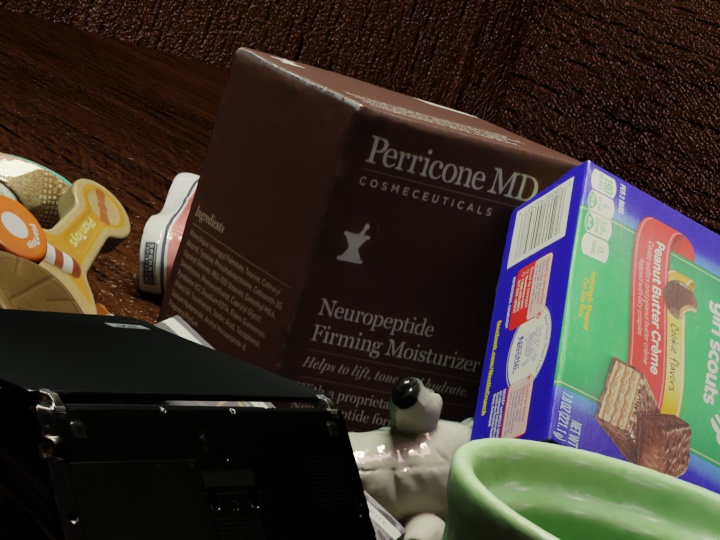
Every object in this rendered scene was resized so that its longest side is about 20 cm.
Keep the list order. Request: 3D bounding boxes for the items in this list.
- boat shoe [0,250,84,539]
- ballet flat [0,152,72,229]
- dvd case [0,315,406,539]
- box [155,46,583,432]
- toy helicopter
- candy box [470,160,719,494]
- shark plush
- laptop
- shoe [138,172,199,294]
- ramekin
[{"bbox_3d":[-0.136,0.074,0.846,0.071,0.065,0.200,24,22,-38],"label":"boat shoe"},{"bbox_3d":[-0.296,-0.056,1.356,0.198,0.071,0.066,15,36,-3],"label":"ballet flat"},{"bbox_3d":[-0.068,0.088,0.810,0.149,0.016,0.200,42,19,9],"label":"dvd case"},{"bbox_3d":[0.000,0.000,1.123,0.165,0.202,0.164,12,11,-31],"label":"box"},{"bbox_3d":[-0.167,0.003,1.115,0.132,0.079,0.200,43,24,-9],"label":"toy helicopter"},{"bbox_3d":[0.165,0.066,1.031,0.199,0.170,0.077,28,-34,-24],"label":"candy box"},{"bbox_3d":[0.029,0.101,1.024,0.083,0.092,0.199,-12,-2,30],"label":"shark plush"},{"bbox_3d":[-0.087,0.091,0.733,0.103,0.202,0.177,-25,-17,32],"label":"laptop"},{"bbox_3d":[-0.102,-0.022,1.432,0.090,0.072,0.200,6,14,3],"label":"shoe"},{"bbox_3d":[0.116,0.150,0.776,0.198,0.099,0.200,18,8,-3],"label":"ramekin"}]
